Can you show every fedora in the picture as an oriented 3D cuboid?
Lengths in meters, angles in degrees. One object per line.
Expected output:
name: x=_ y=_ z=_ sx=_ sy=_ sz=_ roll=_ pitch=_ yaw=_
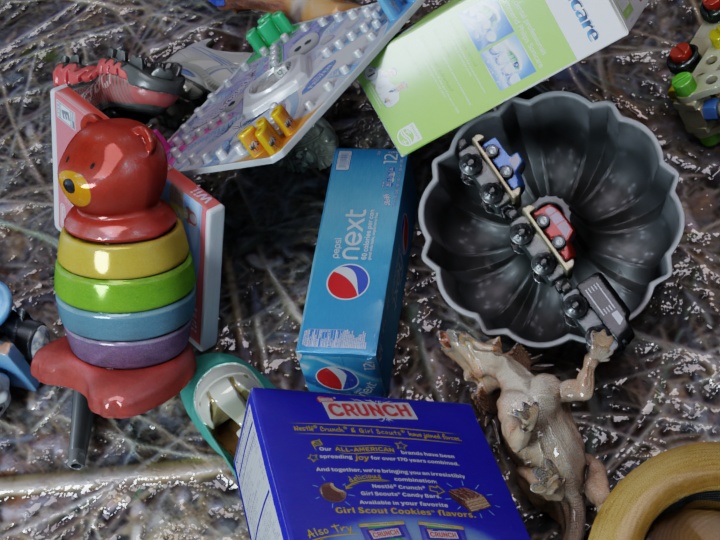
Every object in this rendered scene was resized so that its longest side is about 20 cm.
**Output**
fedora: x=0.234 y=0.214 z=0.926 sx=0.199 sy=0.082 sz=0.202 roll=0 pitch=70 yaw=1

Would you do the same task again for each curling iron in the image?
curling iron: x=-0.225 y=0.069 z=1.149 sx=0.049 sy=0.026 sz=0.201 roll=8 pitch=53 yaw=-22

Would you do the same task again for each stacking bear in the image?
stacking bear: x=-0.178 y=-0.014 z=1.064 sx=0.121 sy=0.201 sz=0.113 roll=21 pitch=30 yaw=39

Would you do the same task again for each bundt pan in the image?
bundt pan: x=0.148 y=-0.031 z=1.110 sx=0.200 sy=0.076 sz=0.203 roll=-3 pitch=75 yaw=11

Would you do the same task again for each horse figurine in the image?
horse figurine: x=-0.024 y=-0.220 z=1.272 sx=0.132 sy=0.050 sz=0.200 roll=1 pitch=24 yaw=-35

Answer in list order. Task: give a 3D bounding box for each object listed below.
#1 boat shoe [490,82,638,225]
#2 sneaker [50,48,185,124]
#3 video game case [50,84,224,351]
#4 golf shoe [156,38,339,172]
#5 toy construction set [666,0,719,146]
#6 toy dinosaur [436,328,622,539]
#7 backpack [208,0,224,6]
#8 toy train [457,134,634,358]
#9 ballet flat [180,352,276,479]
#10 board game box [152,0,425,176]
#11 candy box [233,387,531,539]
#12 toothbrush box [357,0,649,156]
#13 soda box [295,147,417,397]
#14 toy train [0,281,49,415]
boat shoe: x=0.163 y=-0.102 z=1.193 sx=0.067 sy=0.057 sz=0.200 roll=-34 pitch=56 yaw=-15
sneaker: x=-0.209 y=-0.135 z=1.228 sx=0.200 sy=0.071 sz=0.099 roll=5 pitch=85 yaw=56
video game case: x=-0.182 y=-0.043 z=1.156 sx=0.017 sy=0.144 sz=0.200 roll=-29 pitch=52 yaw=-36
golf shoe: x=-0.091 y=-0.157 z=1.267 sx=0.199 sy=0.079 sz=0.097 roll=25 pitch=56 yaw=23
toy construction set: x=0.331 y=-0.175 z=1.197 sx=0.131 sy=0.092 sz=0.200 roll=12 pitch=45 yaw=47
toy dinosaur: x=0.128 y=0.123 z=1.013 sx=0.085 sy=0.136 sz=0.201 roll=-10 pitch=78 yaw=-16
backpack: x=-0.099 y=-0.346 z=1.340 sx=0.200 sy=0.163 sz=0.168 roll=-35 pitch=47 yaw=-13
toy train: x=0.135 y=-0.024 z=1.053 sx=0.046 sy=0.034 sz=0.200 roll=-33 pitch=71 yaw=-2
ballet flat: x=-0.079 y=0.118 z=1.065 sx=0.067 sy=0.071 sz=0.200 roll=-33 pitch=55 yaw=-9
board game box: x=-0.070 y=-0.149 z=1.126 sx=0.199 sy=0.026 sz=0.200 roll=-2 pitch=42 yaw=51
candy box: x=0.017 y=0.171 z=0.933 sx=0.168 sy=0.077 sz=0.200 roll=6 pitch=35 yaw=-20
toothbrush box: x=0.111 y=-0.184 z=1.119 sx=0.199 sy=0.086 sz=0.146 roll=-29 pitch=9 yaw=24
soda box: x=0.000 y=0.000 z=1.139 sx=0.064 sy=0.068 sz=0.201 roll=2 pitch=55 yaw=12
toy train: x=-0.347 y=0.061 z=1.147 sx=0.199 sy=0.087 sz=0.115 roll=12 pitch=66 yaw=14
